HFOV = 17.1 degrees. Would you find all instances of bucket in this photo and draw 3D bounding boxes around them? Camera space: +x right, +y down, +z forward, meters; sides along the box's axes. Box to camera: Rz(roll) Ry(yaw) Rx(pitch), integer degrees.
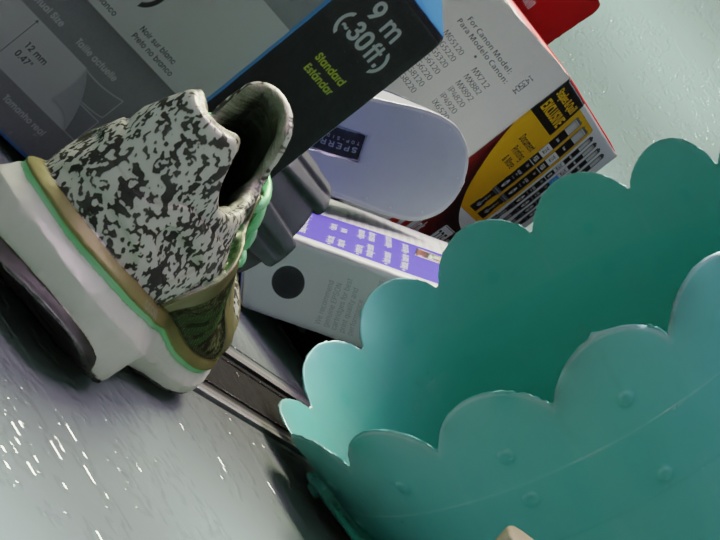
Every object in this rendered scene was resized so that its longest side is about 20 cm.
[{"bbox_3d":[0.089,0.058,0.858,0.135,0.206,0.207,59,4,-14],"label":"bucket"}]

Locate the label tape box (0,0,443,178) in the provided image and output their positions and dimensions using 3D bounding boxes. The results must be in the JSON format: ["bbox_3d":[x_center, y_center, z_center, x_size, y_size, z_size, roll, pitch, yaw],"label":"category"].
[{"bbox_3d":[-0.042,-0.111,0.797,0.143,0.199,0.066,46,10,-47],"label":"label tape box"}]

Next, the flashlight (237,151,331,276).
[{"bbox_3d":[-0.093,-0.085,0.910,0.200,0.067,0.068,52,7,-26],"label":"flashlight"}]

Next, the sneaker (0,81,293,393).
[{"bbox_3d":[-0.049,-0.016,0.719,0.077,0.088,0.200,52,5,2],"label":"sneaker"}]

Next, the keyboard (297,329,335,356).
[{"bbox_3d":[0.048,0.097,1.081,0.201,0.040,0.104,54,6,1],"label":"keyboard"}]

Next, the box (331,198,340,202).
[{"bbox_3d":[-0.009,-0.012,1.281,0.200,0.038,0.137,52,6,-10],"label":"box"}]

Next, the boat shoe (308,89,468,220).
[{"bbox_3d":[-0.048,-0.083,1.101,0.201,0.075,0.086,17,8,-33],"label":"boat shoe"}]

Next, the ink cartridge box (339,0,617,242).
[{"bbox_3d":[0.069,-0.085,1.278,0.084,0.175,0.200,53,6,14],"label":"ink cartridge box"}]

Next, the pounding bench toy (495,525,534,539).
[{"bbox_3d":[0.108,0.163,0.612,0.156,0.124,0.201,31,21,-53],"label":"pounding bench toy"}]

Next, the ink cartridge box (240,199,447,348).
[{"bbox_3d":[0.000,0.000,1.081,0.199,0.044,0.198,22,7,-1],"label":"ink cartridge box"}]
